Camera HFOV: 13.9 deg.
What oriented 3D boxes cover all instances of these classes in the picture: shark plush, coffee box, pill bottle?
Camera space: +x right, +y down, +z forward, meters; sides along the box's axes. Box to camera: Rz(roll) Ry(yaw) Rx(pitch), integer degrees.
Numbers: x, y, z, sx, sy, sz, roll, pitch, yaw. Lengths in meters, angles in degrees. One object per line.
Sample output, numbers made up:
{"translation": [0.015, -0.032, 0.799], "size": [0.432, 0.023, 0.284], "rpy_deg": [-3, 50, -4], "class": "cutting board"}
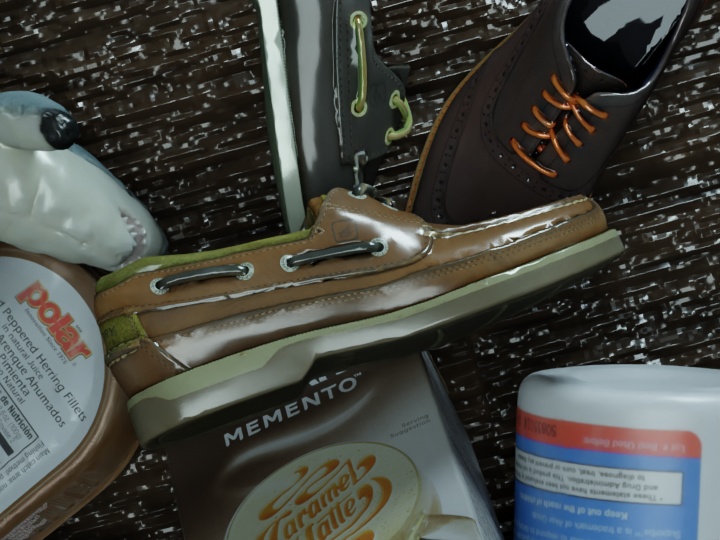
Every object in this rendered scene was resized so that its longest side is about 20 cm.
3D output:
{"translation": [-0.171, -0.053, 1.171], "size": [0.199, 0.083, 0.091], "rpy_deg": [26, 108, 22], "class": "shark plush"}
{"translation": [-0.001, 0.120, 1.115], "size": [0.114, 0.200, 0.080], "rpy_deg": [-25, 126, 4], "class": "coffee box"}
{"translation": [0.113, 0.141, 1.157], "size": [0.112, 0.112, 0.201], "rpy_deg": [2, 94, 3], "class": "pill bottle"}

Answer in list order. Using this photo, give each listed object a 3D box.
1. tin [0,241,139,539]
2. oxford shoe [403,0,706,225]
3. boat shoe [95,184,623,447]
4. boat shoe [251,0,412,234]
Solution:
{"translation": [-0.173, 0.072, 1.188], "size": [0.200, 0.042, 0.112], "rpy_deg": [-40, 76, 6], "class": "tin"}
{"translation": [0.073, -0.064, 1.159], "size": [0.071, 0.073, 0.201], "rpy_deg": [30, 97, 0], "class": "oxford shoe"}
{"translation": [0.000, 0.000, 1.099], "size": [0.199, 0.072, 0.068], "rpy_deg": [-19, 80, -17], "class": "boat shoe"}
{"translation": [-0.010, -0.078, 1.162], "size": [0.060, 0.072, 0.202], "rpy_deg": [-10, 100, -2], "class": "boat shoe"}
